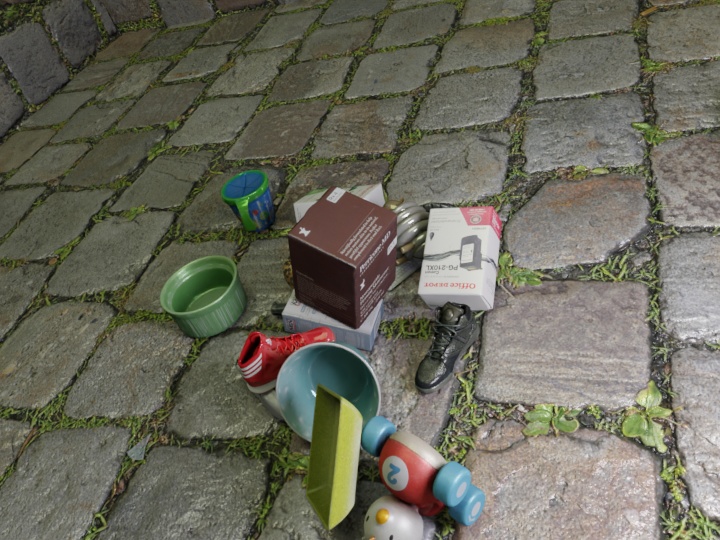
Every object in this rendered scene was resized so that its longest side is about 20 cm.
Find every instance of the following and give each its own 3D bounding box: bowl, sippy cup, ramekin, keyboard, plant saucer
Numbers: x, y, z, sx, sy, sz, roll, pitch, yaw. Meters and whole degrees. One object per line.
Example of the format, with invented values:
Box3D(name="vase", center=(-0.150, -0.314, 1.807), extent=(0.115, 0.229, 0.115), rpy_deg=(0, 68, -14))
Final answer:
Box3D(name="bowl", center=(-0.052, 0.215, 1.279), extent=(0.197, 0.204, 0.105), rpy_deg=(-10, 12, 12))
Box3D(name="sippy cup", center=(-0.297, -0.183, 1.870), extent=(0.138, 0.132, 0.178), rpy_deg=(12, 49, 35))
Box3D(name="ramekin", center=(-0.372, 0.066, 1.641), extent=(0.197, 0.099, 0.202), rpy_deg=(-12, 39, 10))
Box3D(name="keyboard", center=(0.123, -0.023, 1.595), extent=(0.199, 0.011, 0.056), rpy_deg=(-38, 42, -19))
Box3D(name="plant saucer", center=(-0.042, 0.301, 1.131), extent=(0.047, 0.203, 0.200), rpy_deg=(7, -4, -14))

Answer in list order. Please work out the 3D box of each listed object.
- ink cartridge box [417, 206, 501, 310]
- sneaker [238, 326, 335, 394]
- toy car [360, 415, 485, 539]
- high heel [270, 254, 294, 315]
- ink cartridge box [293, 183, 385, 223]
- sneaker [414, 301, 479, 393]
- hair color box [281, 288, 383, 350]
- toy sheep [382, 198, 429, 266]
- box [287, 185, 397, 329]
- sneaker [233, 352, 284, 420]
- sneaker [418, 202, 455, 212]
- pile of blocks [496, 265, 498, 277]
Box3D(name="ink cartridge box", center=(0.211, -0.025, 1.441), extent=(0.143, 0.084, 0.203), rpy_deg=(0, 67, 27))
Box3D(name="sneaker", center=(-0.145, 0.152, 1.320), extent=(0.199, 0.116, 0.078), rpy_deg=(-34, 49, -13))
Box3D(name="toy car", center=(0.059, 0.370, 1.059), extent=(0.183, 0.178, 0.201), rpy_deg=(23, 67, 37))
Box3D(name="high heel", center=(-0.118, 0.023, 1.596), extent=(0.140, 0.072, 0.202), rpy_deg=(0, 56, 29))
Box3D(name="ink cartridge box", center=(-0.048, -0.158, 1.735), extent=(0.197, 0.086, 0.146), rpy_deg=(-3, 20, 21))
Box3D(name="sneaker", center=(0.158, 0.137, 1.315), extent=(0.076, 0.115, 0.200), rpy_deg=(17, 54, 40))
Box3D(name="hair color box", center=(-0.058, 0.095, 1.458), extent=(0.197, 0.061, 0.100), rpy_deg=(12, 50, 12))
Box3D(name="toy sheep", center=(0.115, -0.082, 1.561), extent=(0.137, 0.138, 0.201), rpy_deg=(-30, 71, -12))
Box3D(name="box", center=(-0.033, -0.025, 1.386), extent=(0.163, 0.202, 0.166), rpy_deg=(25, 55, 21))
Box3D(name="sneaker", center=(-0.174, 0.214, 1.407), extent=(0.114, 0.076, 0.199), rpy_deg=(-36, 46, -19))
Box3D(name="sneaker", center=(0.142, -0.134, 1.661), extent=(0.197, 0.077, 0.080), rpy_deg=(-8, 24, 15))
Box3D(name="pile of blocks", center=(0.251, -0.063, 1.538), extent=(0.081, 0.063, 0.200), rpy_deg=(-32, 43, -14))
